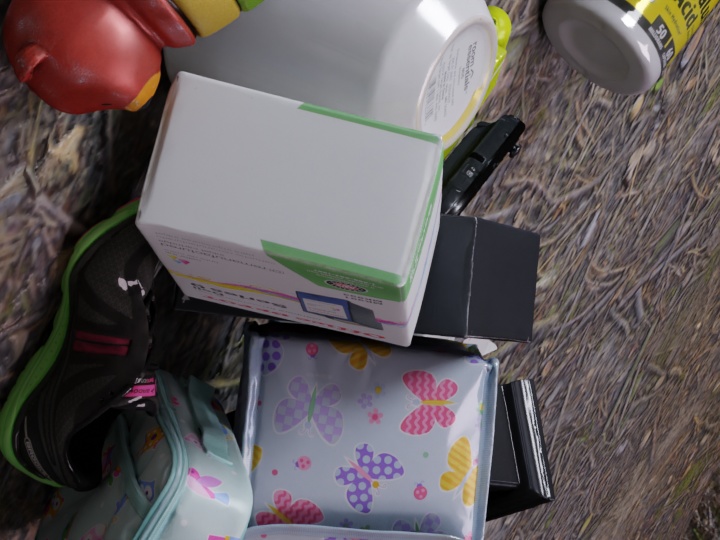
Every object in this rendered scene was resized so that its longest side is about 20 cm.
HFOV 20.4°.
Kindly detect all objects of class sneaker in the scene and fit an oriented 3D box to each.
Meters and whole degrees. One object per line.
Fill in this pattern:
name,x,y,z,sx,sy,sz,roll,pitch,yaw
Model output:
sneaker,-0.144,0.043,1.197,0.077,0.083,0.201,-15,134,-62

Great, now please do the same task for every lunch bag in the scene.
lunch bag,-0.137,0.150,1.255,0.161,0.077,0.200,-61,-158,11
lunch bag,-0.003,0.143,1.303,0.127,0.168,0.202,-133,-130,-82

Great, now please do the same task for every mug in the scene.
mug,0.000,-0.130,1.151,0.150,0.152,0.186,-63,155,-1

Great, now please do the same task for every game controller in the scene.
game controller,0.067,-0.051,1.486,0.105,0.042,0.200,-58,176,30

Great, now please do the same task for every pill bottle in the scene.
pill bottle,0.246,-0.250,1.638,0.200,0.111,0.112,-52,159,-18

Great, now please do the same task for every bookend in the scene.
bookend,-0.002,0.139,1.428,0.199,0.093,0.198,-23,158,36

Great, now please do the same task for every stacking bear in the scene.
stacking bear,-0.092,-0.158,0.993,0.200,0.114,0.121,-45,-172,-4

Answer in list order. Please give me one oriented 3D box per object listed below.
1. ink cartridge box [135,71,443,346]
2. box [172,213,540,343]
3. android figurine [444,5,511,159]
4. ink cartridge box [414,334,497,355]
ink cartridge box,-0.033,-0.027,1.099,0.200,0.144,0.088,80,24,-80
box,0.000,0.000,1.287,0.141,0.198,0.080,2,93,-69
android figurine,0.054,-0.107,1.442,0.183,0.041,0.200,-56,175,-4
ink cartridge box,0.037,0.023,1.544,0.200,0.115,0.068,-18,137,-62
